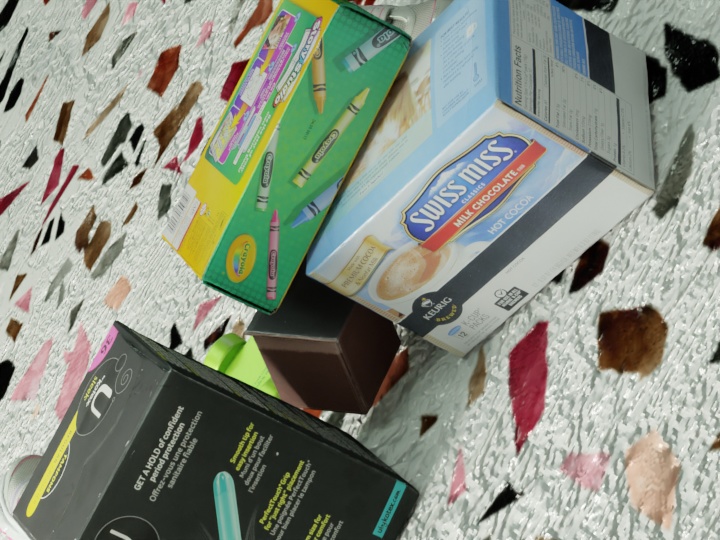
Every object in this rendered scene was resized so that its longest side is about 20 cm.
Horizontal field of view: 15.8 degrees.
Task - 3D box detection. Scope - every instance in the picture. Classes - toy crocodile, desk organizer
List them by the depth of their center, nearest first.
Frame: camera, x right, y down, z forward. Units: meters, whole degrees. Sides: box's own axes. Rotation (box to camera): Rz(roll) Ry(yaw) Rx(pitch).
[{"bbox_3d":[0.000,0.000,1.793,0.072,0.077,0.200,4,47,27],"label":"desk organizer"},{"bbox_3d":[-0.092,0.112,1.885,0.067,0.062,0.200,30,90,25],"label":"toy crocodile"}]

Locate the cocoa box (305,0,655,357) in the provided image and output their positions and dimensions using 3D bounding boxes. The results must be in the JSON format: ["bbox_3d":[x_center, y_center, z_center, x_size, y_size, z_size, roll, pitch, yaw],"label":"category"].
[{"bbox_3d":[0.073,-0.068,1.662,0.200,0.131,0.134,-42,32,36],"label":"cocoa box"}]

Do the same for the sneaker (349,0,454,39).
[{"bbox_3d":[0.003,-0.159,1.928,0.200,0.088,0.081,-24,45,52],"label":"sneaker"}]

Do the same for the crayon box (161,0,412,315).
[{"bbox_3d":[-0.050,-0.084,1.688,0.200,0.058,0.119,-63,22,6],"label":"crayon box"}]

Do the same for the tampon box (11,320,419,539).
[{"bbox_3d":[-0.095,0.150,1.686,0.150,0.200,0.126,-61,26,1],"label":"tampon box"}]

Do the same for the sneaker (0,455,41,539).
[{"bbox_3d":[-0.217,0.191,2.005,0.088,0.081,0.200,-57,35,10],"label":"sneaker"}]
